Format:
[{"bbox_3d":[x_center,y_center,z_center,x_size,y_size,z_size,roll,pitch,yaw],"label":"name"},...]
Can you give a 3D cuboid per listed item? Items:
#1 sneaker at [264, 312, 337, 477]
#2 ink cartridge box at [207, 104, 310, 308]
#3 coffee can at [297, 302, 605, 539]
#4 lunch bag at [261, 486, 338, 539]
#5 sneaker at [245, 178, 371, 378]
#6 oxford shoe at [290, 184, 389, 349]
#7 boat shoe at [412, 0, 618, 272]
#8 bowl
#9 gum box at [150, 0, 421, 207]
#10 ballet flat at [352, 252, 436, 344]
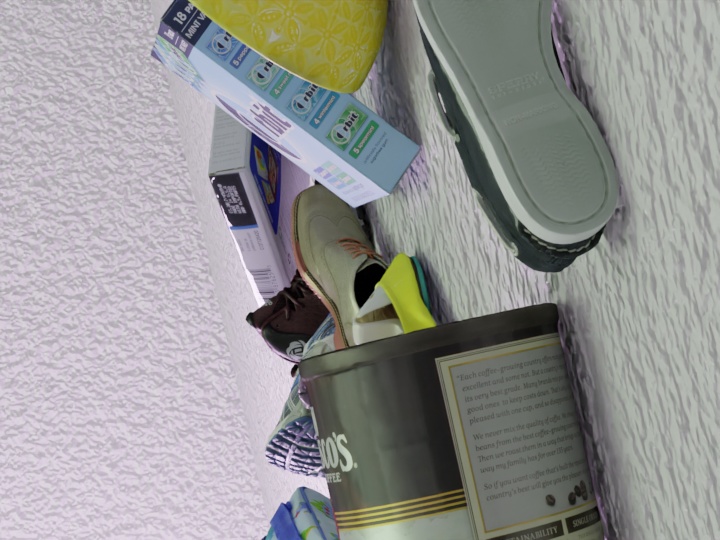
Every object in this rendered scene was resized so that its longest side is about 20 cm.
[{"bbox_3d":[-0.026,0.104,1.642,0.201,0.076,0.086,116,169,-48],"label":"sneaker"},{"bbox_3d":[-0.088,-0.099,1.728,0.198,0.046,0.202,70,-164,-49],"label":"ink cartridge box"},{"bbox_3d":[0.057,0.131,1.040,0.146,0.145,0.202,142,115,-81],"label":"coffee can"},{"bbox_3d":[-0.002,0.258,1.561,0.160,0.083,0.200,35,-178,-15],"label":"lunch bag"},{"bbox_3d":[-0.047,0.007,1.664,0.076,0.114,0.202,-128,27,-71],"label":"sneaker"},{"bbox_3d":[0.000,0.000,1.552,0.201,0.070,0.074,65,147,31],"label":"oxford shoe"},{"bbox_3d":[0.064,-0.094,0.932,0.060,0.075,0.202,113,146,-65],"label":"boat shoe"},{"bbox_3d":[-0.049,-0.226,1.321,0.108,0.199,0.201,-53,29,17],"label":"bowl"},{"bbox_3d":[-0.059,-0.126,1.406,0.199,0.045,0.170,36,174,-6],"label":"gum box"},{"bbox_3d":[0.030,0.050,1.373,0.201,0.066,0.067,-114,14,-56],"label":"ballet flat"}]
